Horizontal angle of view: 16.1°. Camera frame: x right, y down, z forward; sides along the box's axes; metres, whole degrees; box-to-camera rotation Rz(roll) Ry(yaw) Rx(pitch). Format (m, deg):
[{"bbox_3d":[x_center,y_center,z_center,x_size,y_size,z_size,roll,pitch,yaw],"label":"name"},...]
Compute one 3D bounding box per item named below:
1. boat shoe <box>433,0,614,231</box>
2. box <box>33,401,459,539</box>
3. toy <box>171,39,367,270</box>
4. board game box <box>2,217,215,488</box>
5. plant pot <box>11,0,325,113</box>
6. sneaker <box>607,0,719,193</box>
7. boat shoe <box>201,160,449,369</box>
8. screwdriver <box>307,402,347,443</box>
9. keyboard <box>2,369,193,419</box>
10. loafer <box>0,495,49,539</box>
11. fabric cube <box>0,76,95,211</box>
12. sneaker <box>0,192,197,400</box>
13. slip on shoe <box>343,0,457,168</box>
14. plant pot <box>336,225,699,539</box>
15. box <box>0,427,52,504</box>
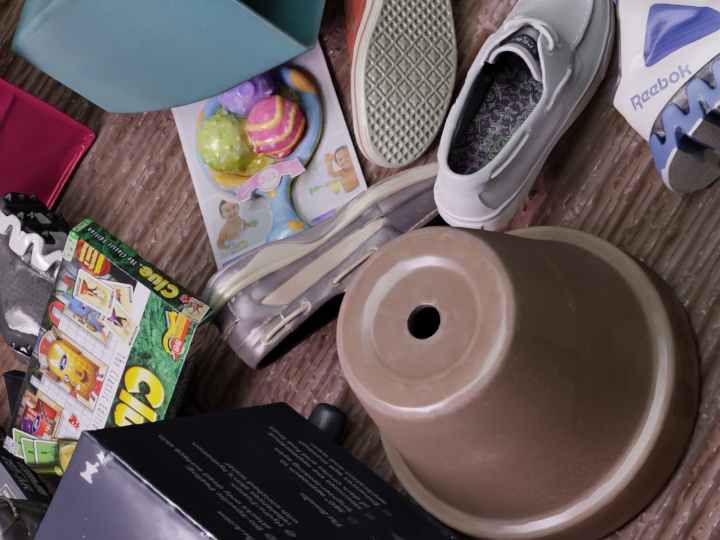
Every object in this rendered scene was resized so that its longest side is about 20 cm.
[{"bbox_3d":[0.098,-0.119,1.562,0.072,0.069,0.200,26,67,19],"label":"boat shoe"},{"bbox_3d":[-0.056,0.182,1.471,0.197,0.200,0.117,37,111,27],"label":"box"},{"bbox_3d":[-0.068,-0.084,1.680,0.115,0.047,0.200,-25,64,13],"label":"toy"},{"bbox_3d":[-0.162,0.071,1.613,0.105,0.023,0.200,33,130,14],"label":"board game box"},{"bbox_3d":[-0.134,-0.195,1.678,0.200,0.141,0.141,-27,41,44],"label":"plant pot"},{"bbox_3d":[0.215,-0.156,1.529,0.199,0.081,0.115,-50,59,8],"label":"sneaker"},{"bbox_3d":[0.000,0.000,1.591,0.200,0.075,0.073,-28,76,-3],"label":"boat shoe"},{"bbox_3d":[-0.064,0.173,1.604,0.028,0.029,0.200,28,88,33],"label":"screwdriver"},{"bbox_3d":[-0.149,0.093,1.644,0.200,0.021,0.127,12,122,29],"label":"keyboard"},{"bbox_3d":[-0.248,0.237,1.606,0.073,0.072,0.200,7,78,29],"label":"loafer"},{"bbox_3d":[-0.344,-0.081,1.748,0.199,0.200,0.196,28,87,31],"label":"fabric cube"},{"bbox_3d":[-0.189,0.038,1.701,0.200,0.066,0.091,41,110,26],"label":"sneaker"},{"bbox_3d":[0.020,-0.162,1.657,0.061,0.074,0.200,-24,64,60],"label":"slip on shoe"},{"bbox_3d":[0.076,0.053,1.480,0.200,0.175,0.200,-9,70,25],"label":"plant pot"},{"bbox_3d":[-0.262,0.212,1.692,0.160,0.044,0.200,-47,57,7],"label":"box"}]
